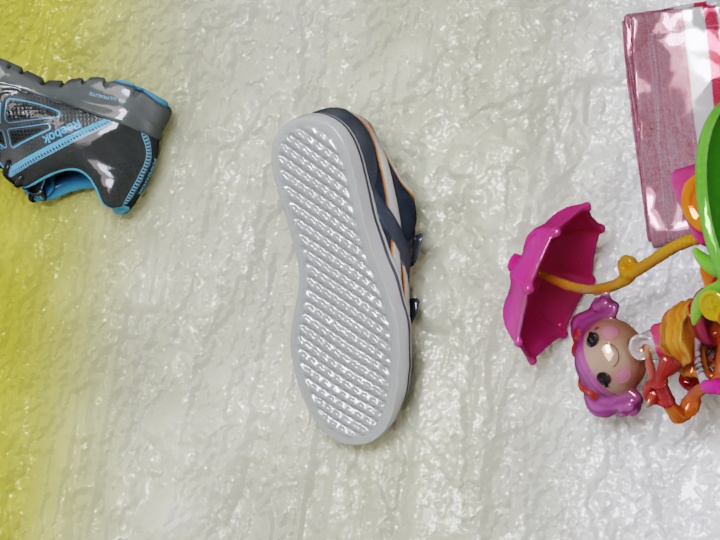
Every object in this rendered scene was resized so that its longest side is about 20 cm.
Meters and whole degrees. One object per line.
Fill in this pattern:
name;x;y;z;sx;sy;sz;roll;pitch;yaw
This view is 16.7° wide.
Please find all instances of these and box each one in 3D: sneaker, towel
sneaker;0.000;0.000;1.479;0.078;0.079;0.202;-2;102;24
towel;0.256;-0.100;1.437;0.199;0.023;0.145;-10;75;16
sneaker;-0.222;-0.090;1.572;0.199;0.073;0.083;11;83;22

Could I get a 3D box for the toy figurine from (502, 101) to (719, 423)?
toy figurine;0.169;0.023;1.388;0.183;0.150;0.201;-19;87;38
